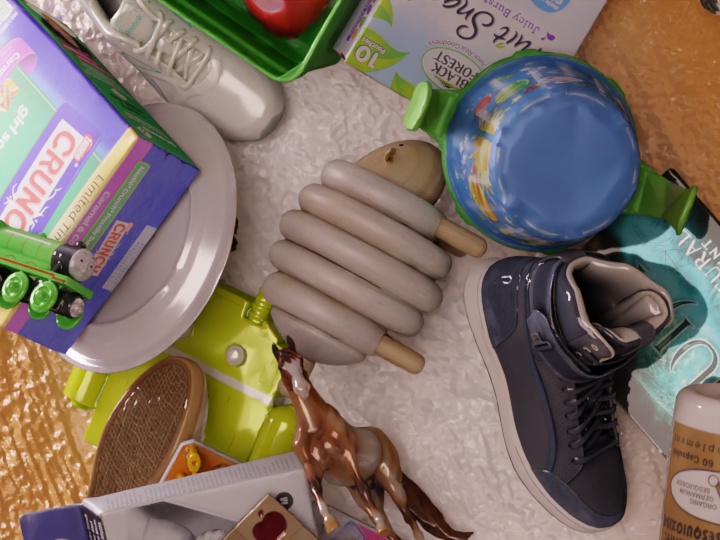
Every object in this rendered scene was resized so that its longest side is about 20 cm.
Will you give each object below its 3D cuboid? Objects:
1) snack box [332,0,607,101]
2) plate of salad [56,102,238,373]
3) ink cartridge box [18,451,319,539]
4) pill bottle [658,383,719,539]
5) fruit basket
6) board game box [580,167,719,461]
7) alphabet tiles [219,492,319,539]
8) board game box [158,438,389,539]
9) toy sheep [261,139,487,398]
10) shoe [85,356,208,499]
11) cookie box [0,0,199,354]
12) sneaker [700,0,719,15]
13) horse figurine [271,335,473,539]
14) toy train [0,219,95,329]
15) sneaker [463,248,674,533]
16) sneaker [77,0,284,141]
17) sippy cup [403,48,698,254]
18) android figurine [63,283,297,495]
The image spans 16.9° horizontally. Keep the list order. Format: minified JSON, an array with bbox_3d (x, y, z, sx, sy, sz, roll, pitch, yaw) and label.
[{"bbox_3d":[0.093,-0.199,1.645,0.142,0.053,0.201,29,99,-17],"label":"snack box"},{"bbox_3d":[-0.158,-0.022,1.730,0.199,0.048,0.201,-16,63,34],"label":"plate of salad"},{"bbox_3d":[-0.117,0.240,1.654,0.199,0.041,0.201,-13,105,-4],"label":"ink cartridge box"},{"bbox_3d":[0.250,0.180,1.570,0.114,0.114,0.201,7,96,16],"label":"pill bottle"},{"bbox_3d":[-0.088,-0.240,1.644,0.215,0.215,0.156,33,99,14],"label":"fruit basket"},{"bbox_3d":[0.227,0.049,1.648,0.135,0.028,0.200,-43,79,11],"label":"board game box"},{"bbox_3d":[-0.075,0.274,1.643,0.200,0.008,0.167,-44,107,5],"label":"alphabet tiles"},{"bbox_3d":[-0.081,0.247,1.695,0.199,0.026,0.201,27,98,-12],"label":"board game box"},{"bbox_3d":[0.000,0.000,1.666,0.137,0.138,0.201,26,84,15],"label":"toy sheep"},{"bbox_3d":[-0.155,0.153,1.719,0.070,0.053,0.201,30,100,34],"label":"shoe"},{"bbox_3d":[-0.231,-0.071,1.724,0.171,0.075,0.200,-53,52,11],"label":"cookie box"},{"bbox_3d":[0.256,-0.276,1.630,0.089,0.078,0.201,-9,90,-3],"label":"sneaker"},{"bbox_3d":[0.002,0.139,1.647,0.050,0.200,0.133,-35,55,13],"label":"horse figurine"},{"bbox_3d":[-0.252,-0.009,1.648,0.199,0.042,0.057,16,76,39],"label":"toy train"},{"bbox_3d":[0.156,0.080,1.600,0.146,0.077,0.203,-12,105,55],"label":"sneaker"},{"bbox_3d":[-0.141,-0.161,1.733,0.200,0.080,0.071,40,99,12],"label":"sneaker"},{"bbox_3d":[0.125,-0.074,1.580,0.177,0.130,0.140,-15,97,-2],"label":"sippy cup"},{"bbox_3d":[-0.122,0.092,1.747,0.181,0.041,0.201,28,99,15],"label":"android figurine"}]
